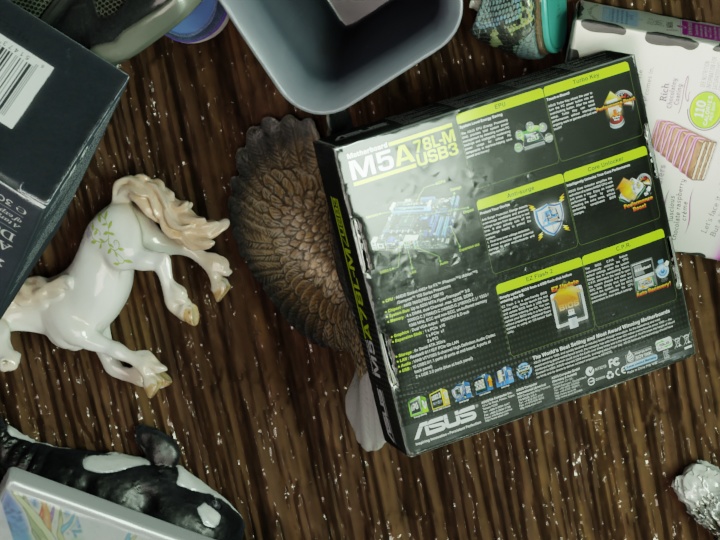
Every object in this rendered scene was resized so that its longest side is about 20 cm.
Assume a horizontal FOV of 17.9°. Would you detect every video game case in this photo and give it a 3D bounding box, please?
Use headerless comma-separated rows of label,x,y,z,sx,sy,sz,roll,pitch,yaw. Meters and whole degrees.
video game case,-0.178,0.240,1.533,0.199,0.022,0.183,22,113,-15

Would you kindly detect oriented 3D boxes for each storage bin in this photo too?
storage bin,-0.020,-0.220,1.369,0.145,0.134,0.201,-31,102,16

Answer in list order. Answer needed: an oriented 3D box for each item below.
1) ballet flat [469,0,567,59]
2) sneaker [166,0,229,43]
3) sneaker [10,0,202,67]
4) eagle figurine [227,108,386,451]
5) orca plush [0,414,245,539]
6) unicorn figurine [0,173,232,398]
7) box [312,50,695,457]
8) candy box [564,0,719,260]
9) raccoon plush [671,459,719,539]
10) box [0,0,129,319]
ballet flat,0.093,-0.229,1.390,0.073,0.074,0.202,4,105,6
sneaker,-0.144,-0.219,1.379,0.080,0.147,0.202,-17,105,13
sneaker,-0.181,-0.174,1.335,0.198,0.076,0.115,-4,128,40
eagle figurine,0.002,-0.005,1.444,0.200,0.151,0.152,41,118,-19
orca plush,-0.177,0.152,1.544,0.199,0.071,0.106,36,109,-5
unicorn figurine,-0.176,0.022,1.509,0.137,0.074,0.201,35,95,5
box,0.088,-0.012,1.359,0.198,0.047,0.195,-19,103,-15
candy box,0.219,-0.081,1.421,0.198,0.061,0.138,11,110,3
raccoon plush,0.267,0.231,1.477,0.199,0.134,0.097,36,110,-5
box,-0.243,-0.070,1.350,0.148,0.108,0.200,31,149,-3
